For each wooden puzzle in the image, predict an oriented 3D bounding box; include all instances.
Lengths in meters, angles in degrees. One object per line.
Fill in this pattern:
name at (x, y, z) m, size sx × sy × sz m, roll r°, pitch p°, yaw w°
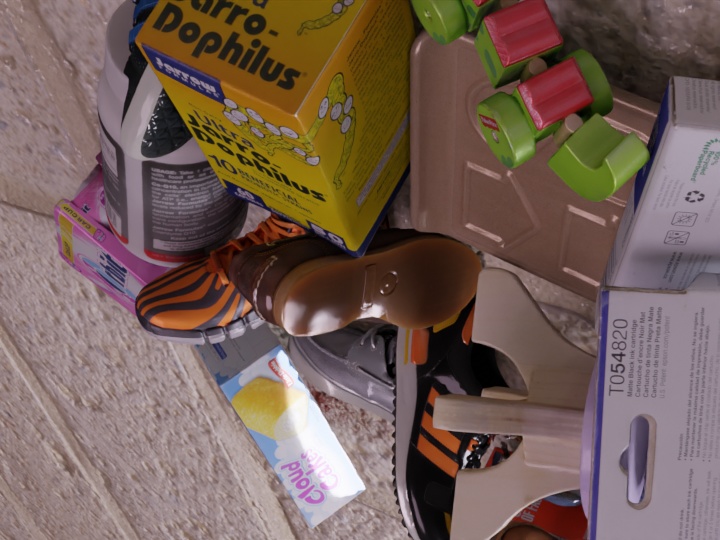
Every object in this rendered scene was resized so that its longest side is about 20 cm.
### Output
wooden puzzle at (0.128, -0.060, 0.789) m, size 0.198 × 0.047 × 0.186 m, roll 21°, pitch 147°, yaw 17°

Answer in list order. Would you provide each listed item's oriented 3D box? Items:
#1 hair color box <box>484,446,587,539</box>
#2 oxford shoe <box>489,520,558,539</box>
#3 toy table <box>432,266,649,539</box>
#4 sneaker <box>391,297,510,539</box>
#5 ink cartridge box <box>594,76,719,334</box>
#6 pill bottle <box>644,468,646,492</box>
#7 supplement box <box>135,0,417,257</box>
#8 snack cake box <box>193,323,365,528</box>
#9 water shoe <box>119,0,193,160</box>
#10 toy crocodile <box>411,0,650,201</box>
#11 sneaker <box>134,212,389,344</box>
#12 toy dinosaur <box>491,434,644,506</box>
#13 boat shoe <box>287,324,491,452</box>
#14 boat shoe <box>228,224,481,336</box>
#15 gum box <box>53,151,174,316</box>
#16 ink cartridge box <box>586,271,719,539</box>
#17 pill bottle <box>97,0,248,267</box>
hair color box at (0.198, 0.224, 1.072) m, size 0.198 × 0.064 × 0.111 m, roll 13°, pitch 150°, yaw 33°
oxford shoe at (0.165, 0.246, 1.001) m, size 0.071 × 0.072 × 0.199 m, roll -1°, pitch 151°, yaw 42°
toy table at (0.125, 0.097, 0.848) m, size 0.115 × 0.187 × 0.200 m, roll 6°, pitch 167°, yaw 19°
sneaker at (0.076, 0.119, 0.975) m, size 0.089 × 0.070 × 0.203 m, roll -2°, pitch 93°, yaw 27°
ink cartridge box at (0.243, -0.016, 0.702) m, size 0.197 × 0.044 × 0.197 m, roll 7°, pitch 145°, yaw 2°
pill bottle at (0.289, 0.190, 0.891) m, size 0.110 × 0.111 × 0.201 m, roll -9°, pitch 126°, yaw 51°
supplement box at (-0.035, -0.109, 0.771) m, size 0.108 × 0.110 × 0.200 m, roll 26°, pitch 165°, yaw 19°
snack cake box at (-0.079, 0.126, 1.188) m, size 0.115 × 0.067 × 0.201 m, roll 45°, pitch 166°, yaw 53°
water shoe at (-0.111, -0.168, 0.791) m, size 0.078 × 0.202 × 0.071 m, roll 30°, pitch -165°, yaw 24°
toy crocodile at (0.080, -0.124, 0.676) m, size 0.202 × 0.067 × 0.062 m, roll 61°, pitch 172°, yaw 9°
sneaker at (-0.073, -0.022, 0.938) m, size 0.113 × 0.198 × 0.078 m, roll 88°, pitch 157°, yaw -46°
toy dinosaur at (0.198, 0.148, 1.000) m, size 0.179 × 0.200 × 0.106 m, roll 14°, pitch 108°, yaw -1°
boat shoe at (0.028, 0.081, 1.073) m, size 0.199 × 0.070 × 0.072 m, roll 29°, pitch 126°, yaw 22°
boat shoe at (0.000, 0.000, 0.893) m, size 0.070 × 0.198 × 0.071 m, roll 28°, pitch 110°, yaw 42°
gum box at (-0.198, -0.021, 1.111) m, size 0.113 × 0.066 × 0.200 m, roll 38°, pitch 165°, yaw -3°
ink cartridge box at (0.225, 0.103, 0.707) m, size 0.197 × 0.041 × 0.203 m, roll 3°, pitch 105°, yaw 9°
pill bottle at (-0.132, -0.100, 0.931) m, size 0.113 × 0.114 × 0.201 m, roll 31°, pitch 149°, yaw 10°
